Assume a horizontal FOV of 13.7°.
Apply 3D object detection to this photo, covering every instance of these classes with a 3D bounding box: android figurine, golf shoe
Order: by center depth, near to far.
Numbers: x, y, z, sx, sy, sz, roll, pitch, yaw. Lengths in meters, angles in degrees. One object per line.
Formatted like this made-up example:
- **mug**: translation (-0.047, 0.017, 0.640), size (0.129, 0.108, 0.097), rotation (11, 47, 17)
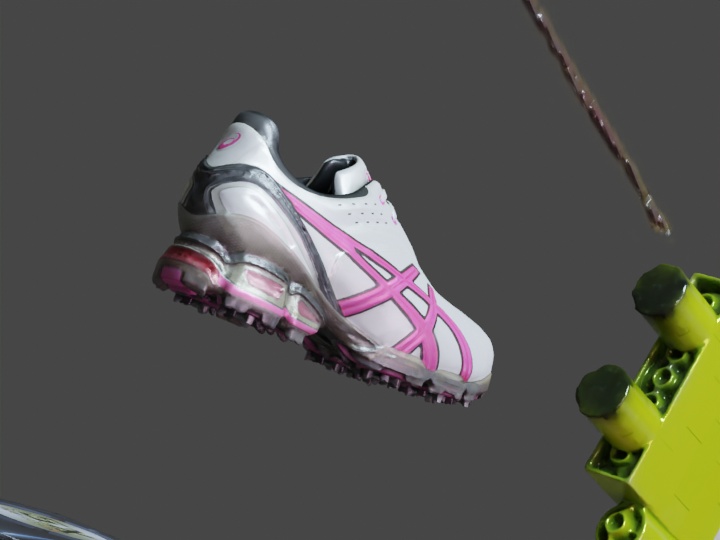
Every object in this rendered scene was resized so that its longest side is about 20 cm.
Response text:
- **golf shoe**: translation (0.000, 0.000, 1.313), size (0.200, 0.072, 0.092), rotation (29, 79, -47)
- **android figurine**: translation (0.186, 0.087, 1.560), size (0.182, 0.041, 0.200), rotation (-58, 133, -17)

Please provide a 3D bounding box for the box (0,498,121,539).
- **box**: translation (-0.124, 0.141, 1.130), size (0.163, 0.200, 0.086), rotation (22, 86, -47)
